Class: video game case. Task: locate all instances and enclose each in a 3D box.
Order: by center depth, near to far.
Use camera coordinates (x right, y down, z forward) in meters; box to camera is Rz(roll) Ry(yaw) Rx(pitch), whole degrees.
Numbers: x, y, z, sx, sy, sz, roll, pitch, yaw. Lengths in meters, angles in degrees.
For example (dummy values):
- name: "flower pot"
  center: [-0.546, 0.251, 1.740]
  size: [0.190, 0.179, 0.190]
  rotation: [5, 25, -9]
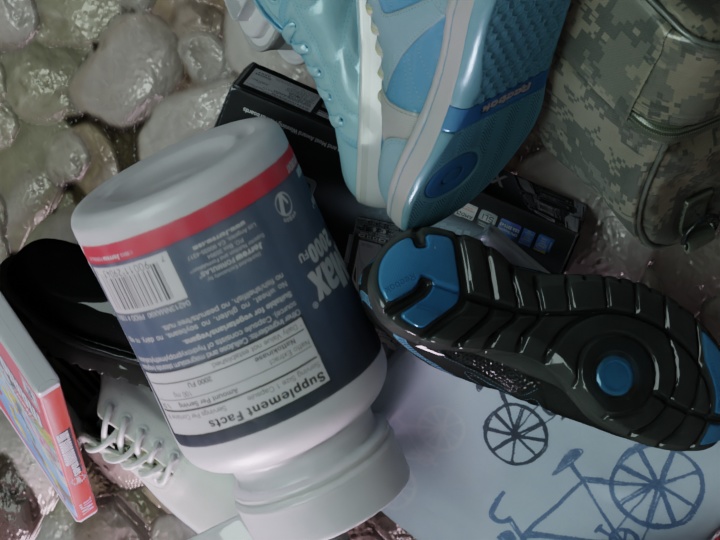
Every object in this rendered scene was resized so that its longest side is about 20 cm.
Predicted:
- name: "video game case"
  center: [-0.208, 0.056, 1.619]
  size: [0.143, 0.017, 0.200]
  rotation: [53, 166, 22]

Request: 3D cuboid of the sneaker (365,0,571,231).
- name: "sneaker"
  center: [0.027, -0.122, 1.302]
  size: [0.131, 0.079, 0.200]
  rotation: [46, 139, 24]

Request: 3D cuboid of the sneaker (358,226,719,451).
- name: "sneaker"
  center: [0.093, 0.033, 1.365]
  size: [0.200, 0.082, 0.073]
  rotation: [25, 78, -8]

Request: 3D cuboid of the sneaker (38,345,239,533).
- name: "sneaker"
  center: [-0.132, 0.096, 1.619]
  size: [0.200, 0.071, 0.073]
  rotation: [41, 119, 23]

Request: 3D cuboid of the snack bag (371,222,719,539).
- name: "snack bag"
  center: [0.093, 0.096, 1.439]
  size: [0.200, 0.021, 0.189]
  rotation: [37, 122, 1]

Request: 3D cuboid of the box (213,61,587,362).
- name: "box"
  center: [0.000, 0.000, 1.466]
  size: [0.199, 0.050, 0.158]
  rotation: [24, 114, 2]

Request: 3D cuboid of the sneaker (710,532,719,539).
- name: "sneaker"
  center: [0.211, 0.149, 1.343]
  size: [0.200, 0.112, 0.071]
  rotation: [-30, 79, 36]

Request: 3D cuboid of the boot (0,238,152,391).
- name: "boot"
  center: [-0.104, -0.015, 1.568]
  size: [0.211, 0.079, 0.158]
  rotation: [22, 114, 16]

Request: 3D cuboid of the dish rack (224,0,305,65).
- name: "dish rack"
  center: [-0.046, -0.224, 1.466]
  size: [0.172, 0.043, 0.200]
  rotation: [66, 147, 25]

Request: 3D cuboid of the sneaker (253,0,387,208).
- name: "sneaker"
  center: [-0.016, -0.130, 1.376]
  size: [0.082, 0.074, 0.201]
  rotation: [-1, 102, 13]

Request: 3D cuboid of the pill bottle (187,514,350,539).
- name: "pill bottle"
  center: [-0.019, 0.226, 1.524]
  size: [0.116, 0.116, 0.201]
  rotation: [-29, 82, 36]

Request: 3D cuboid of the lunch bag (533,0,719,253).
- name: "lunch bag"
  center: [0.124, -0.125, 1.350]
  size: [0.200, 0.139, 0.168]
  rotation: [47, 138, 25]

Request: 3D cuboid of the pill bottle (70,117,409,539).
- name: "pill bottle"
  center: [-0.055, 0.035, 1.397]
  size: [0.119, 0.120, 0.200]
  rotation: [-13, 108, 37]
